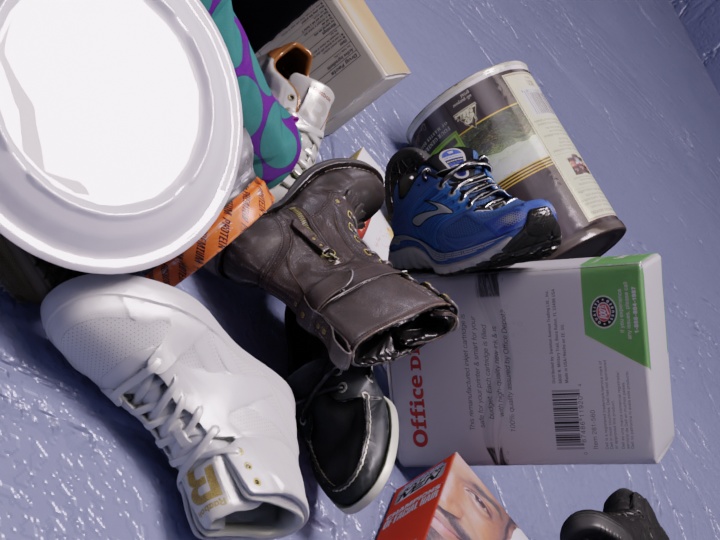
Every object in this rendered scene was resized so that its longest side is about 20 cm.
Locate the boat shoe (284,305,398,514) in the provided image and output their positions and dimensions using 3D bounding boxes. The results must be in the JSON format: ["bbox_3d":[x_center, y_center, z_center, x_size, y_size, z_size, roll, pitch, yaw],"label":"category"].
[{"bbox_3d":[-0.022,0.079,0.964,0.066,0.074,0.200,39,28,-28],"label":"boat shoe"}]

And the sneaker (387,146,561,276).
[{"bbox_3d":[0.073,-0.045,1.027,0.078,0.200,0.090,-10,97,-27],"label":"sneaker"}]

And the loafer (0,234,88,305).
[{"bbox_3d":[-0.219,-0.064,0.790,0.201,0.067,0.076,64,32,-22],"label":"loafer"}]

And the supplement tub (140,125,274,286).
[{"bbox_3d":[-0.151,-0.092,0.883,0.200,0.122,0.123,52,24,-7],"label":"supplement tub"}]

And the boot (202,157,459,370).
[{"bbox_3d":[0.000,0.000,0.993,0.173,0.070,0.199,30,38,30],"label":"boot"}]

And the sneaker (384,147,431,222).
[{"bbox_3d":[0.092,-0.014,1.223,0.104,0.060,0.201,-9,72,-62],"label":"sneaker"}]

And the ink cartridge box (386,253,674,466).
[{"bbox_3d":[0.125,0.067,1.055,0.084,0.198,0.148,-17,103,-67],"label":"ink cartridge box"}]

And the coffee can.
[{"bbox_3d":[0.156,-0.088,1.425,0.201,0.146,0.146,61,24,14],"label":"coffee can"}]

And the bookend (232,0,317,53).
[{"bbox_3d":[-0.052,-0.267,1.150,0.092,0.198,0.200,49,37,-10],"label":"bookend"}]

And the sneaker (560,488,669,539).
[{"bbox_3d":[0.226,0.234,1.235,0.200,0.060,0.105,43,27,-37],"label":"sneaker"}]

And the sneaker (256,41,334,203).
[{"bbox_3d":[-0.061,-0.106,1.118,0.073,0.084,0.201,33,36,-42],"label":"sneaker"}]

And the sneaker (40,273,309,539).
[{"bbox_3d":[-0.098,0.087,0.813,0.200,0.073,0.116,36,27,-40],"label":"sneaker"}]

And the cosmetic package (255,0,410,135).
[{"bbox_3d":[-0.055,-0.229,1.266,0.201,0.105,0.071,58,24,3],"label":"cosmetic package"}]

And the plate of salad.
[{"bbox_3d":[-0.153,-0.095,0.785,0.199,0.048,0.202,10,74,-38],"label":"plate of salad"}]

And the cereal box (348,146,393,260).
[{"bbox_3d":[0.041,0.000,1.226,0.200,0.039,0.144,49,24,-14],"label":"cereal box"}]

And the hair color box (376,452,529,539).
[{"bbox_3d":[0.059,0.223,0.944,0.111,0.064,0.200,50,23,-9],"label":"hair color box"}]

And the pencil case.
[{"bbox_3d":[-0.108,-0.147,1.004,0.093,0.085,0.201,-58,145,-28],"label":"pencil case"}]
